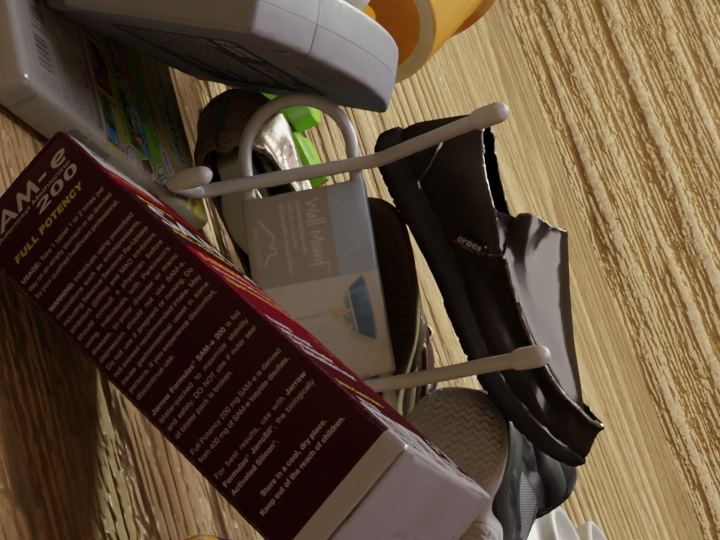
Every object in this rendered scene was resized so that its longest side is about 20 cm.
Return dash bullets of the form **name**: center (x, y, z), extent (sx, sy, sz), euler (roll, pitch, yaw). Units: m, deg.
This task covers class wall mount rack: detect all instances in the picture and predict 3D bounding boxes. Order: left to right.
- **wall mount rack**: center (0.000, 0.000, 0.795), extent (0.075, 0.173, 0.201), euler (23, 57, -78)

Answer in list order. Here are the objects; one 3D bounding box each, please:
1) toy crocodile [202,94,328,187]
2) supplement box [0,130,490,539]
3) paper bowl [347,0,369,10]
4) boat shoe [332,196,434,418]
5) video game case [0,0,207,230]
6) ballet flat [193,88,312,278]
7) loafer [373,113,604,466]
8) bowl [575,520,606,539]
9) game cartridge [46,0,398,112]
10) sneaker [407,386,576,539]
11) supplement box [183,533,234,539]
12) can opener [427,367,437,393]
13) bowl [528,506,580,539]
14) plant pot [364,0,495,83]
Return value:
- **toy crocodile**: center (-0.042, -0.057, 0.997), extent (0.062, 0.067, 0.201), euler (18, 51, -74)
- **supplement box**: center (-0.051, 0.038, 0.635), extent (0.200, 0.061, 0.109), euler (40, 0, 26)
- **paper bowl**: center (-0.061, -0.235, 1.140), extent (0.201, 0.104, 0.202), euler (-21, 90, -76)
- **boat shoe**: center (0.006, 0.049, 0.894), extent (0.072, 0.072, 0.201), euler (-53, 142, -64)
- **video game case**: center (-0.146, -0.135, 0.818), extent (0.182, 0.023, 0.201), euler (42, 28, -61)
- **ballet flat**: center (-0.043, -0.004, 0.910), extent (0.201, 0.068, 0.067), euler (62, 18, -24)
- **loafer**: center (0.076, 0.002, 0.823), extent (0.201, 0.071, 0.073), euler (63, 9, 13)
- **bowl**: center (0.196, 0.327, 1.295), extent (0.200, 0.074, 0.201), euler (-92, 156, -57)
- **game cartridge**: center (-0.056, -0.118, 0.808), extent (0.200, 0.132, 0.042), euler (16, 82, -72)
- **sneaker**: center (0.068, 0.154, 0.890), extent (0.114, 0.075, 0.201), euler (-14, 112, -56)
- **supplement box**: center (-0.037, 0.171, 0.602), extent (0.200, 0.085, 0.111), euler (36, 33, -65)
- **can opener**: center (0.025, 0.086, 1.039), extent (0.063, 0.079, 0.200), euler (50, 6, -4)
- **bowl**: center (0.101, 0.210, 1.070), extent (0.201, 0.094, 0.201), euler (59, 16, -28)
- **plant pot**: center (0.020, -0.252, 1.342), extent (0.201, 0.199, 0.184), euler (60, 30, -28)
